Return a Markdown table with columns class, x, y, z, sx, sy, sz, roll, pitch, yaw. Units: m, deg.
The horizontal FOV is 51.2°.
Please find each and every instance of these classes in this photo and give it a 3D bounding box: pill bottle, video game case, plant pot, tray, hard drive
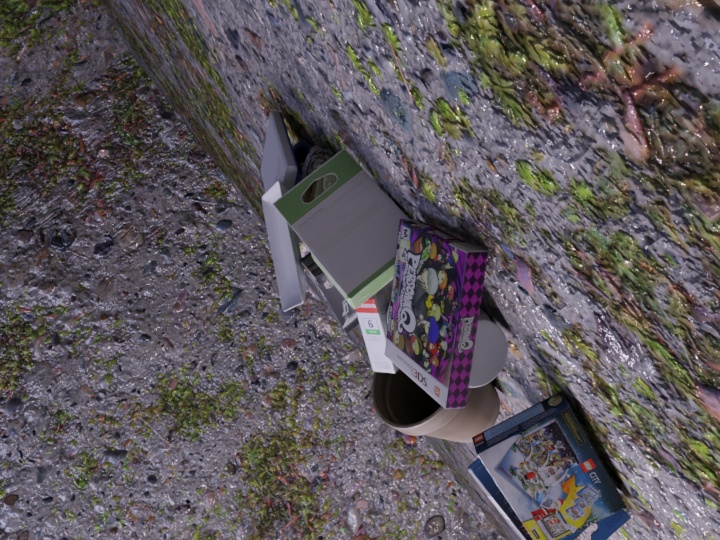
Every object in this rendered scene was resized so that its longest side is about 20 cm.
| class | x | y | z | sx | sy | sz | roll | pitch | yaw |
| --- | --- | --- | --- | --- | --- | --- | --- | --- | --- |
| pill bottle | 0.124 | 0.089 | 1.090 | 0.114 | 0.113 | 0.200 | 56 | 171 | -22 |
| video game case | 0.092 | 0.049 | 0.974 | 0.181 | 0.035 | 0.202 | -145 | 58 | -61 |
| plant pot | 0.146 | 0.208 | 1.294 | 0.173 | 0.201 | 0.200 | 37 | -178 | -36 |
| tray | -0.121 | -0.039 | 1.229 | 0.107 | 0.022 | 0.202 | 155 | 104 | -66 |
| hard drive | -0.147 | -0.179 | 1.345 | 0.201 | 0.025 | 0.133 | -110 | 28 | -50 |

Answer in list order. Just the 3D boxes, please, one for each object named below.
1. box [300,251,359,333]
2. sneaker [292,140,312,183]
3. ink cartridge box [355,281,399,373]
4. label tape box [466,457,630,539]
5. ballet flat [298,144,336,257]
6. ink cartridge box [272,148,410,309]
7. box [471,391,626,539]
| class | x | y | z | sx | sy | sz | roll | pitch | yaw |
| --- | --- | --- | --- | --- | --- | --- | --- | --- | --- |
| box | 0.000 | 0.000 | 1.255 | 0.050 | 0.157 | 0.200 | 47 | 169 | 32 |
| sneaker | -0.097 | -0.143 | 1.337 | 0.082 | 0.073 | 0.201 | 115 | 144 | -51 |
| ink cartridge box | 0.042 | 0.050 | 1.205 | 0.050 | 0.109 | 0.202 | -1 | 113 | 39 |
| label tape box | 0.278 | 0.334 | 1.131 | 0.200 | 0.144 | 0.063 | 51 | 172 | 14 |
| ballet flat | -0.074 | -0.103 | 1.237 | 0.072 | 0.071 | 0.202 | -143 | 62 | -61 |
| ink cartridge box | -0.016 | -0.064 | 1.110 | 0.200 | 0.145 | 0.048 | 49 | 173 | 24 |
| box | 0.257 | 0.275 | 1.020 | 0.201 | 0.136 | 0.038 | 57 | -170 | -23 |
